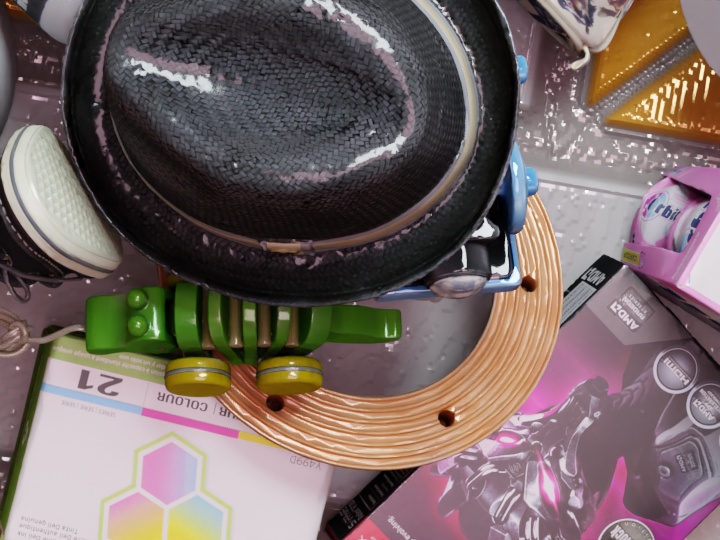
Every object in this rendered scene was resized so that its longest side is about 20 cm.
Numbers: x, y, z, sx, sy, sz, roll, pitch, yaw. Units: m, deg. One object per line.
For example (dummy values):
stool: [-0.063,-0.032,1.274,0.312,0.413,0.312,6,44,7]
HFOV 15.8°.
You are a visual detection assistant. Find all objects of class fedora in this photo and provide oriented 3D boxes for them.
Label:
fedora: [-0.035,-0.076,1.082,0.200,0.092,0.201,0,89,7]

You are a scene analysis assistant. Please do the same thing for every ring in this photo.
ring: [0.000,0.000,1.238,0.200,0.019,0.201,5,69,-13]

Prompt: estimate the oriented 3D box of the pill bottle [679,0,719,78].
pill bottle: [0.253,-0.161,1.239,0.200,0.116,0.116,-32,98,-27]

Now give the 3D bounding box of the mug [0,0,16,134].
mug: [-0.226,-0.076,1.176,0.149,0.153,0.187,-5,95,-10]

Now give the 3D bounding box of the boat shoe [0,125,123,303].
boat shoe: [-0.148,-0.023,1.168,0.062,0.200,0.075,-28,95,-3]

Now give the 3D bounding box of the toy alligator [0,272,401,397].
toy alligator: [-0.081,0.022,1.167,0.199,0.054,0.060,0,74,-1]

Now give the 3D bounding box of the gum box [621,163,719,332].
gum box: [0.227,0.021,1.274,0.200,0.113,0.066,32,89,-10]

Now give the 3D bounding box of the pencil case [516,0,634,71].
pencil case: [0.147,-0.190,1.266,0.089,0.078,0.200,43,85,14]

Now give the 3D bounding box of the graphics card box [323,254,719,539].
graphics card box: [0.096,0.105,1.285,0.200,0.051,0.126,-44,100,-2]

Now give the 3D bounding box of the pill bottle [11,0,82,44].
pill bottle: [-0.134,-0.175,1.189,0.200,0.112,0.112,42,86,3]

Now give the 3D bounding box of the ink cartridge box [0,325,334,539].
ink cartridge box: [-0.102,0.141,1.247,0.147,0.076,0.201,14,90,-10]

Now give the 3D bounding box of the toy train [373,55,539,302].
toy train: [0.028,-0.077,1.198,0.086,0.114,0.201,-6,74,-8]
